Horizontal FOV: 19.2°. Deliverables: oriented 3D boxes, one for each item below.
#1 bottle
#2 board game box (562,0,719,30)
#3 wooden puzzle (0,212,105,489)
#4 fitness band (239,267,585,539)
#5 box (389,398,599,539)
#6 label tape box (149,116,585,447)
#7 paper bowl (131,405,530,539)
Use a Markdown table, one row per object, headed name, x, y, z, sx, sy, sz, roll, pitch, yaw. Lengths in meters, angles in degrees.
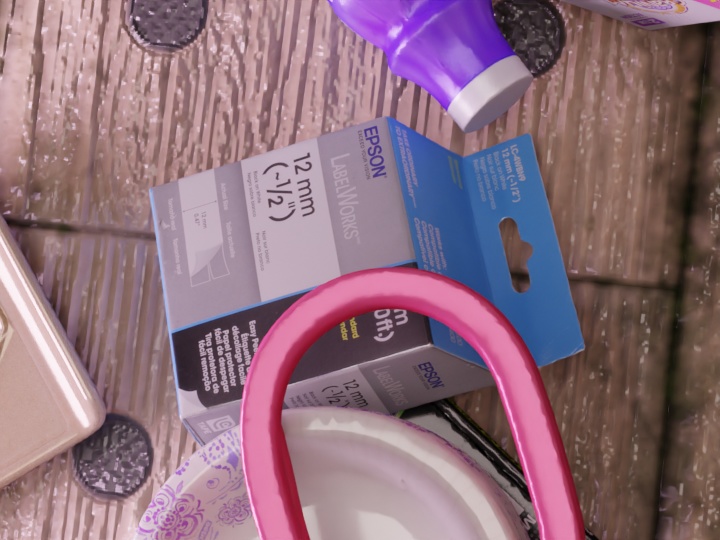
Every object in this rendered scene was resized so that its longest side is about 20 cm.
| name | x | y | z | sx | sy | sz | roll | pitch | yaw |
| --- | --- | --- | --- | --- | --- | --- | --- | --- | --- |
| bottle | 0.012 | -0.162 | 1.120 | 0.065 | 0.084 | 0.200 | -44 | 78 | 27 |
| board game box | 0.097 | -0.168 | 1.027 | 0.200 | 0.153 | 0.040 | 16 | 86 | -22 |
| wooden puzzle | -0.258 | 0.052 | 1.183 | 0.200 | 0.037 | 0.185 | -32 | 80 | 12 |
| fitness band | 0.023 | 0.097 | 0.967 | 0.144 | 0.037 | 0.200 | -18 | 81 | 8 |
| box | 0.018 | 0.177 | 1.105 | 0.193 | 0.048 | 0.200 | 44 | 94 | 15 |
| label tape box | 0.000 | 0.000 | 1.092 | 0.200 | 0.066 | 0.143 | -18 | 57 | 11 |
| paper bowl | -0.009 | 0.168 | 1.036 | 0.200 | 0.104 | 0.201 | -2 | 82 | 12 |
